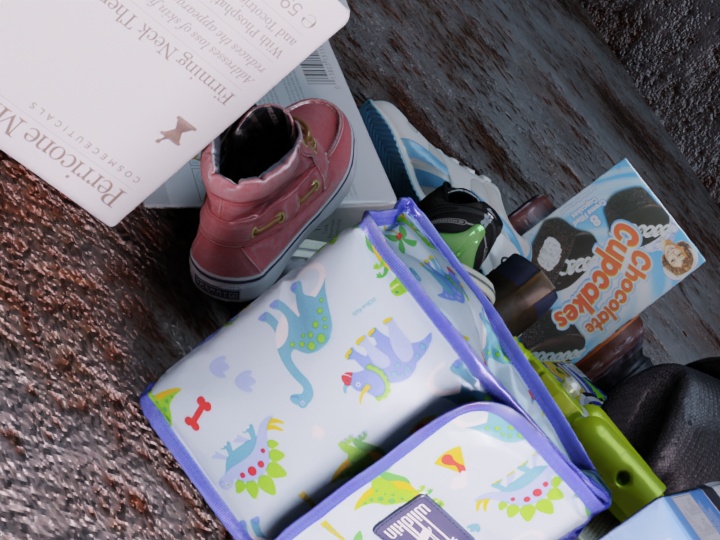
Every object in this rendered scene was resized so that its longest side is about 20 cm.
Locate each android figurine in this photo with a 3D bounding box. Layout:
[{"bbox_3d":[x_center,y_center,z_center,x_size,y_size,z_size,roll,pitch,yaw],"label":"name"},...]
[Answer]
[{"bbox_3d":[0.159,0.122,1.176,0.200,0.041,0.182,49,4,7],"label":"android figurine"}]

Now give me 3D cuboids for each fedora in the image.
[{"bbox_3d":[0.227,0.143,1.344,0.091,0.200,0.201,35,23,-34],"label":"fedora"}]

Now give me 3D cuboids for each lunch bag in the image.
[{"bbox_3d":[0.011,0.091,0.940,0.200,0.170,0.127,53,17,2],"label":"lunch bag"}]

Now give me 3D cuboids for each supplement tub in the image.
[{"bbox_3d":[0.184,0.038,1.601,0.200,0.107,0.107,53,17,4],"label":"supplement tub"}]

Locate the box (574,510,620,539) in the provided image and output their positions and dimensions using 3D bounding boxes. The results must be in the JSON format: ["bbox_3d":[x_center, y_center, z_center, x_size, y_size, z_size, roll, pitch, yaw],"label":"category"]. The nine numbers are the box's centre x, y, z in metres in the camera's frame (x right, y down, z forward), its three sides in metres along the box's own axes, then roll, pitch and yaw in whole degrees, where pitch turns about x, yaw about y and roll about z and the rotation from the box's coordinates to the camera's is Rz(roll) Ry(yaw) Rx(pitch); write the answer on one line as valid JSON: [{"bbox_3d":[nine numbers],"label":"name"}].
[{"bbox_3d":[0.083,0.140,1.143,0.200,0.078,0.095,47,18,10],"label":"box"}]

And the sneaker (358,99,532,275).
[{"bbox_3d":[0.064,-0.063,1.497,0.081,0.077,0.200,-23,71,-39],"label":"sneaker"}]

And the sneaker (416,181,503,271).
[{"bbox_3d":[0.061,-0.025,1.388,0.077,0.084,0.200,51,-10,-17],"label":"sneaker"}]

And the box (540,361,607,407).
[{"bbox_3d":[0.133,0.114,1.362,0.064,0.070,0.200,45,14,20],"label":"box"}]

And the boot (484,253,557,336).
[{"bbox_3d":[0.106,0.038,1.369,0.075,0.097,0.200,54,3,-1],"label":"boot"}]

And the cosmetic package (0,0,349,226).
[{"bbox_3d":[-0.144,-0.173,1.035,0.167,0.200,0.167,37,21,-37],"label":"cosmetic package"}]

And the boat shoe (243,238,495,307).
[{"bbox_3d":[0.004,0.020,1.171,0.199,0.074,0.063,7,73,-35],"label":"boat shoe"}]

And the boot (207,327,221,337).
[{"bbox_3d":[0.011,0.114,1.050,0.073,0.181,0.201,138,-56,-73],"label":"boot"}]

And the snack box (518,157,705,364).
[{"bbox_3d":[0.187,0.007,1.533,0.116,0.200,0.037,52,-14,5],"label":"snack box"}]

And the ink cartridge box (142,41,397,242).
[{"bbox_3d":[-0.083,-0.092,1.223,0.173,0.044,0.200,-3,42,-18],"label":"ink cartridge box"}]

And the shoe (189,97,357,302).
[{"bbox_3d":[-0.048,-0.073,1.103,0.071,0.091,0.200,18,40,10],"label":"shoe"}]

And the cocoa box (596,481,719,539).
[{"bbox_3d":[0.135,0.222,0.937,0.134,0.200,0.131,57,19,17],"label":"cocoa box"}]
